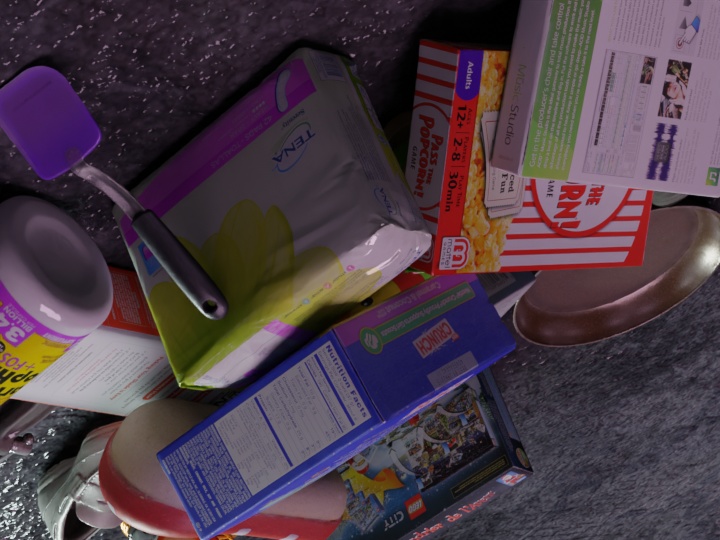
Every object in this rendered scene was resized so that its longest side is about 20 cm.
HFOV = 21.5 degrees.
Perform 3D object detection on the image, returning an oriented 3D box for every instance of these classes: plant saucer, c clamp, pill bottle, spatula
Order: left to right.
[{"bbox_3d":[-0.306,0.110,1.444,0.170,0.027,0.200,-34,149,19],"label":"c clamp"},{"bbox_3d":[-0.267,0.044,1.284,0.199,0.105,0.104,-37,147,25],"label":"pill bottle"},{"bbox_3d":[-0.149,-0.043,1.185,0.056,0.021,0.200,-34,111,22],"label":"spatula"},{"bbox_3d":[0.217,-0.004,1.607,0.198,0.032,0.201,-17,151,-9],"label":"plant saucer"}]

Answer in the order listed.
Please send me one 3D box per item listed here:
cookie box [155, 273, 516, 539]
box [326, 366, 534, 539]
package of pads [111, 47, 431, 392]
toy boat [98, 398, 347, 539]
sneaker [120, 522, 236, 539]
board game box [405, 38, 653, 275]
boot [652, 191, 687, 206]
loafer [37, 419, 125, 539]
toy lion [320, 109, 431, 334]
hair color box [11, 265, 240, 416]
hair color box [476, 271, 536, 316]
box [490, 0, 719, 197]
[{"bbox_3d":[-0.016,0.090,1.308,0.200,0.076,0.171,-36,172,37],"label":"cookie box"},{"bbox_3d":[0.041,0.165,1.659,0.199,0.137,0.038,-35,149,22],"label":"box"},{"bbox_3d":[-0.061,-0.027,1.251,0.200,0.155,0.068,-38,151,26],"label":"package of pads"},{"bbox_3d":[-0.115,0.180,1.437,0.199,0.130,0.132,15,107,-47],"label":"toy boat"},{"bbox_3d":[-0.126,0.206,1.676,0.200,0.078,0.078,-40,145,26],"label":"sneaker"},{"bbox_3d":[0.121,-0.078,1.311,0.199,0.046,0.153,-3,105,-37],"label":"board game box"},{"bbox_3d":[0.211,-0.067,1.471,0.199,0.068,0.130,-32,155,19],"label":"boot"},{"bbox_3d":[-0.204,0.173,1.539,0.069,0.070,0.200,-1,157,-31],"label":"loafer"},{"bbox_3d":[0.000,0.000,1.389,0.199,0.069,0.192,-25,136,4],"label":"toy lion"},{"bbox_3d":[-0.165,0.058,1.419,0.101,0.062,0.199,-39,146,28],"label":"hair color box"},{"bbox_3d":[0.045,0.059,1.530,0.099,0.061,0.200,-28,163,-49],"label":"hair color box"},{"bbox_3d":[0.182,-0.130,1.291,0.199,0.036,0.146,4,101,-39],"label":"box"}]
